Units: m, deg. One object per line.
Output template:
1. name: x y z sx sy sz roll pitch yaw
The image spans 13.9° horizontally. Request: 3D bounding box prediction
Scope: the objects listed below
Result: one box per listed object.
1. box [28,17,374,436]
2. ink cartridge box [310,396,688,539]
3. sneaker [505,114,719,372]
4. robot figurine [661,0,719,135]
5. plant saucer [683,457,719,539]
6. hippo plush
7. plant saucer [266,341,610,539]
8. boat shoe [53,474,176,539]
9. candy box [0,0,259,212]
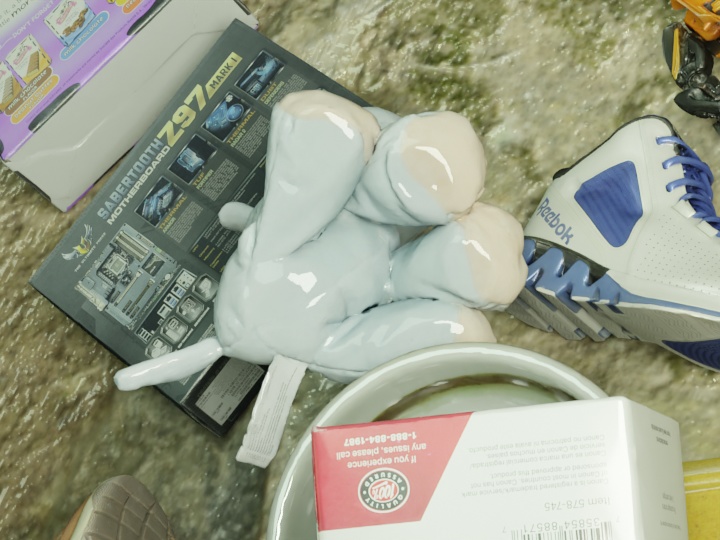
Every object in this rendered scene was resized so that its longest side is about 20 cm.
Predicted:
1. box: -0.075 -0.027 1.673 0.157 0.051 0.200 34 84 40
2. ink cartridge box: 0.070 0.166 1.300 0.144 0.145 0.201 -6 81 14
3. sneaker: 0.159 -0.020 1.496 0.199 0.081 0.116 13 73 40
4. robot figurine: 0.239 -0.117 1.516 0.145 0.058 0.200 -45 49 1
5. plant saucer: 0.193 0.164 1.382 0.199 0.048 0.201 -10 57 28
6. hippo plush: 0.000 0.000 1.516 0.159 0.161 0.201 31 99 -1
7. plant saucer: 0.055 0.137 1.411 0.199 0.050 0.201 -3 80 16
8. boat shoe: -0.152 0.172 1.540 0.072 0.076 0.200 -25 13 23
9. candy box: -0.182 -0.163 1.813 0.168 0.072 0.200 -43 49 4
